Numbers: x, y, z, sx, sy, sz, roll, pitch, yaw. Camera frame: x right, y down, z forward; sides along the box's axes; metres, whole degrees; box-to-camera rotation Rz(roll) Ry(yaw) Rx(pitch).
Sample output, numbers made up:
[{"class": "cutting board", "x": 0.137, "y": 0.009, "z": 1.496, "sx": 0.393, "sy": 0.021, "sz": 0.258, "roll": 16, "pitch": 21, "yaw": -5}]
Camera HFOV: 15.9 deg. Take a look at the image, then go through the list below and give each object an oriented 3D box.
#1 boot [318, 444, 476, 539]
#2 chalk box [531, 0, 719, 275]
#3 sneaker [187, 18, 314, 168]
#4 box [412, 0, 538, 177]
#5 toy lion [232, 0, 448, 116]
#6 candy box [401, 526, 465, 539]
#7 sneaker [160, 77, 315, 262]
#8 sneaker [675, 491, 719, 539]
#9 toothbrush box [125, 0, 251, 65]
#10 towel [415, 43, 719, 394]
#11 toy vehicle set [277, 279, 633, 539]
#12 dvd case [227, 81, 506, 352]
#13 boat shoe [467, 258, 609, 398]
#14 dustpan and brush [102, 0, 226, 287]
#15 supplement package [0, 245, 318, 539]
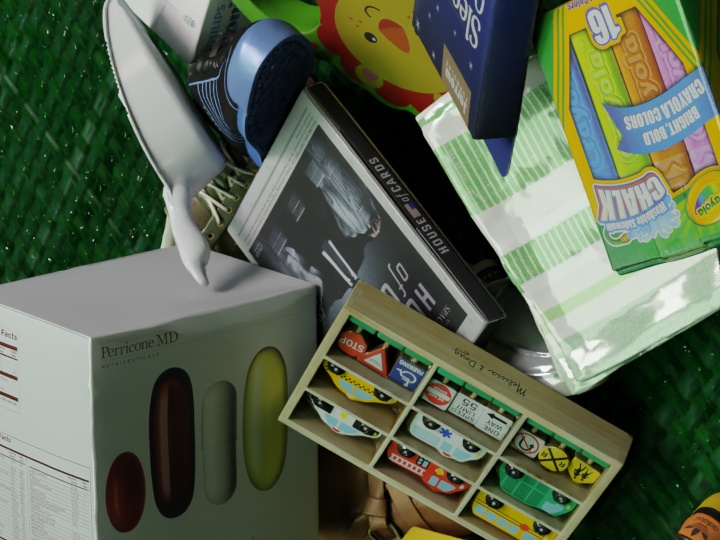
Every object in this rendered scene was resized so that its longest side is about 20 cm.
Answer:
[{"class": "boot", "x": 0.023, "y": 0.186, "z": 1.809, "sx": 0.154, "sy": 0.077, "sz": 0.201, "roll": -13, "pitch": 113, "yaw": 27}, {"class": "chalk box", "x": 0.202, "y": -0.075, "z": 1.439, "sx": 0.124, "sy": 0.124, "sz": 0.201, "roll": -20, "pitch": 91, "yaw": 52}, {"class": "sneaker", "x": -0.078, "y": -0.125, "z": 1.677, "sx": 0.078, "sy": 0.070, "sz": 0.200, "roll": 41, "pitch": 166, "yaw": 10}, {"class": "box", "x": 0.067, "y": -0.164, "z": 1.473, "sx": 0.121, "sy": 0.032, "sz": 0.201, "roll": -114, "pitch": 24, "yaw": -48}, {"class": "toy lion", "x": 0.000, "y": -0.171, "z": 1.630, "sx": 0.199, "sy": 0.069, "sz": 0.192, "roll": 6, "pitch": 142, "yaw": 40}, {"class": "candy box", "x": 0.118, "y": 0.232, "z": 1.708, "sx": 0.199, "sy": 0.026, "sz": 0.103, "roll": 10, "pitch": 132, "yaw": 43}, {"class": "sneaker", "x": -0.093, "y": -0.050, "z": 1.819, "sx": 0.067, "sy": 0.089, "sz": 0.201, "roll": 49, "pitch": 136, "yaw": 25}, {"class": "sneaker", "x": 0.210, "y": 0.225, "z": 1.579, "sx": 0.070, "sy": 0.090, "sz": 0.202, "roll": 26, "pitch": 124, "yaw": 40}, {"class": "toothbrush box", "x": -0.130, "y": -0.262, "z": 1.778, "sx": 0.200, "sy": 0.085, "sz": 0.147, "roll": 44, "pitch": 133, "yaw": 29}, {"class": "towel", "x": 0.135, "y": -0.044, "z": 1.562, "sx": 0.152, "sy": 0.023, "sz": 0.201, "roll": -33, "pitch": 83, "yaw": 30}, {"class": "toy vehicle set", "x": 0.058, "y": 0.099, "z": 1.631, "sx": 0.199, "sy": 0.027, "sz": 0.125, "roll": 30, "pitch": 135, "yaw": 0}, {"class": "dvd case", "x": 0.000, "y": 0.000, "z": 1.674, "sx": 0.200, "sy": 0.025, "sz": 0.151, "roll": 53, "pitch": 139, "yaw": 20}, {"class": "boat shoe", "x": 0.079, "y": 0.029, "z": 1.667, "sx": 0.200, "sy": 0.070, "sz": 0.072, "roll": 19, "pitch": 125, "yaw": 48}, {"class": "dustpan and brush", "x": -0.124, "y": -0.075, "z": 1.724, "sx": 0.201, "sy": 0.057, "sz": 0.140, "roll": 59, "pitch": -177, "yaw": 33}, {"class": "supplement package", "x": -0.142, "y": 0.107, "z": 1.706, "sx": 0.147, "sy": 0.190, "sz": 0.202, "roll": 16, "pitch": 113, "yaw": 47}]
